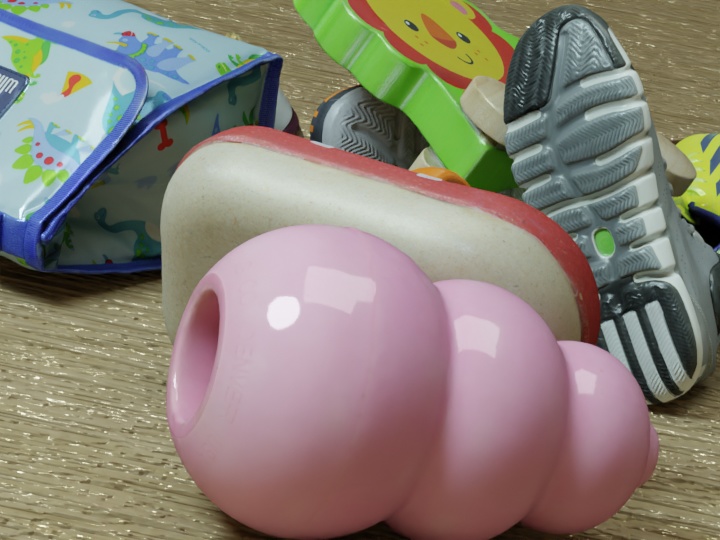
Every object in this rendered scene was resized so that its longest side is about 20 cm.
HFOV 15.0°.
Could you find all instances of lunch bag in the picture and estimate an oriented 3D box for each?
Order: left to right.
[{"bbox_3d":[-0.164,-0.069,1.407,0.169,0.128,0.200,22,32,29],"label":"lunch bag"}]

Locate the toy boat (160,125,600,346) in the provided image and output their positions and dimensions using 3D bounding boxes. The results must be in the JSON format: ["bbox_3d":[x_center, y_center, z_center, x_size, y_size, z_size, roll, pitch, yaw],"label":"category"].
[{"bbox_3d":[0.016,-0.003,1.218,0.199,0.131,0.131,18,36,22],"label":"toy boat"}]

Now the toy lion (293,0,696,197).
[{"bbox_3d":[0.061,-0.102,1.473,0.199,0.069,0.192,13,33,-44],"label":"toy lion"}]

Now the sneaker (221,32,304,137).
[{"bbox_3d":[-0.099,-0.075,1.570,0.075,0.090,0.200,-44,17,-19],"label":"sneaker"}]

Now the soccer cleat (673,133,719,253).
[{"bbox_3d":[0.194,-0.033,1.554,0.083,0.065,0.200,16,24,-15],"label":"soccer cleat"}]

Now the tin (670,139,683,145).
[{"bbox_3d":[0.265,-0.038,1.713,0.111,0.042,0.200,-5,22,-34],"label":"tin"}]

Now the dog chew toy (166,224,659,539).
[{"bbox_3d":[0.026,0.055,1.092,0.199,0.125,0.125,14,13,-20],"label":"dog chew toy"}]

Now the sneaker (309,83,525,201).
[{"bbox_3d":[0.018,-0.075,1.563,0.112,0.078,0.199,16,7,40],"label":"sneaker"}]

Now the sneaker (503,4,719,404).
[{"bbox_3d":[0.135,-0.032,1.377,0.075,0.201,0.115,-16,-6,25],"label":"sneaker"}]
